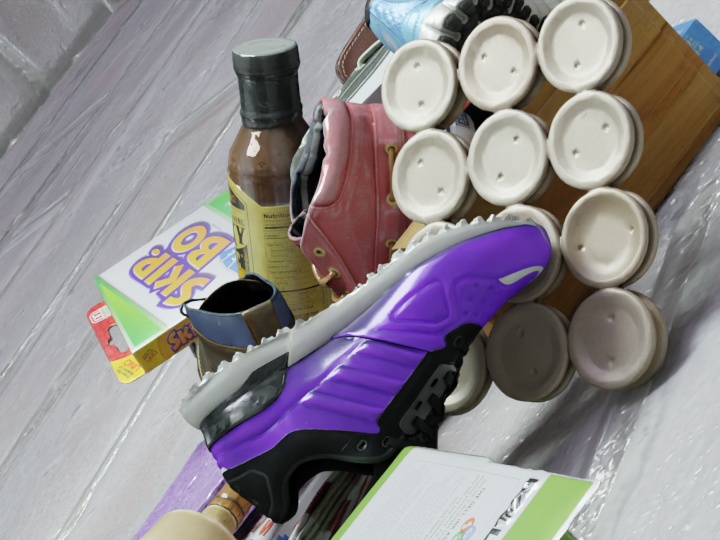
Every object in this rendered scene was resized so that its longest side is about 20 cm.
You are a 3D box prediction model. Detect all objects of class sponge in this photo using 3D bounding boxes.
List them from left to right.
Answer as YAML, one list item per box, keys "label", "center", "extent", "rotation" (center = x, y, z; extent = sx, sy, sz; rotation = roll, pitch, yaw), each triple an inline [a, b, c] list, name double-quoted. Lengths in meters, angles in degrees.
- label: "sponge"
  center: [-0.094, 0.140, 1.411]
  extent: [0.112, 0.030, 0.200]
  rotation: [-53, 7, -25]

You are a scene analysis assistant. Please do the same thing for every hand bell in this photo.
- label: "hand bell"
  center: [-0.072, 0.132, 1.269]
  extent: [0.104, 0.104, 0.200]
  rotation: [-31, 17, 46]

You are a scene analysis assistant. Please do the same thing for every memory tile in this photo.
- label: "memory tile"
  center: [0.081, -0.032, 1.140]
  extent: [0.153, 0.017, 0.201]
  rotation: [-13, 77, 37]

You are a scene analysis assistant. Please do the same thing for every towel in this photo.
- label: "towel"
  center: [-0.035, 0.158, 1.163]
  extent: [0.200, 0.023, 0.144]
  rotation: [-58, -7, -30]

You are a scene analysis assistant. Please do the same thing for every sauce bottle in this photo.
- label: "sauce bottle"
  center: [-0.049, -0.042, 1.386]
  extent: [0.064, 0.201, 0.065]
  rotation: [-4, 19, 1]

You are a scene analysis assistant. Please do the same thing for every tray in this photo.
- label: "tray"
  center: [0.116, -0.054, 1.243]
  extent: [0.200, 0.099, 0.037]
  rotation: [-52, 18, -17]

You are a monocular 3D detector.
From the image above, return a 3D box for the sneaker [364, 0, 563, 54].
- label: "sneaker"
  center: [0.076, -0.140, 1.293]
  extent: [0.090, 0.200, 0.079]
  rotation: [25, 100, 34]

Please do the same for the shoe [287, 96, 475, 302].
- label: "shoe"
  center: [0.000, 0.000, 1.273]
  extent: [0.071, 0.091, 0.201]
  rotation: [-123, 42, -68]

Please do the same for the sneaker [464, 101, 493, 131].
- label: "sneaker"
  center: [0.031, -0.073, 1.429]
  extent: [0.201, 0.067, 0.108]
  rotation: [-48, 23, -21]

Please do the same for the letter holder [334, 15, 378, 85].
- label: "letter holder"
  center: [0.077, -0.172, 1.570]
  extent: [0.200, 0.142, 0.101]
  rotation: [-49, 15, -5]

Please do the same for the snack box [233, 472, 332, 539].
- label: "snack box"
  center: [-0.070, 0.178, 1.311]
  extent: [0.200, 0.024, 0.072]
  rotation: [-52, 17, -18]

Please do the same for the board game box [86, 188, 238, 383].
- label: "board game box"
  center: [-0.092, -0.009, 1.495]
  extent: [0.200, 0.030, 0.096]
  rotation: [-36, 39, 0]

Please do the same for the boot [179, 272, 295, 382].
- label: "boot"
  center: [-0.062, 0.031, 1.289]
  extent: [0.074, 0.097, 0.200]
  rotation: [-27, 25, -11]

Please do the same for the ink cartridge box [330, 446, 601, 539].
- label: "ink cartridge box"
  center: [0.038, 0.159, 0.965]
  extent: [0.148, 0.076, 0.200]
  rotation: [-51, 16, -14]

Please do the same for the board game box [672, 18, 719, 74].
- label: "board game box"
  center: [0.121, -0.055, 1.356]
  extent: [0.200, 0.037, 0.151]
  rotation: [-54, 16, -21]

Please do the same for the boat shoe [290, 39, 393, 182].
- label: "boat shoe"
  center: [0.031, -0.118, 1.349]
  extent: [0.200, 0.071, 0.064]
  rotation: [-46, 25, -25]

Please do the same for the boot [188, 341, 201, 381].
- label: "boot"
  center: [-0.058, 0.070, 1.492]
  extent: [0.073, 0.091, 0.200]
  rotation: [-26, 37, -16]

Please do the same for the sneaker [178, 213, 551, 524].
- label: "sneaker"
  center: [0.019, 0.056, 1.100]
  extent: [0.200, 0.100, 0.070]
  rotation: [-32, -17, 0]
